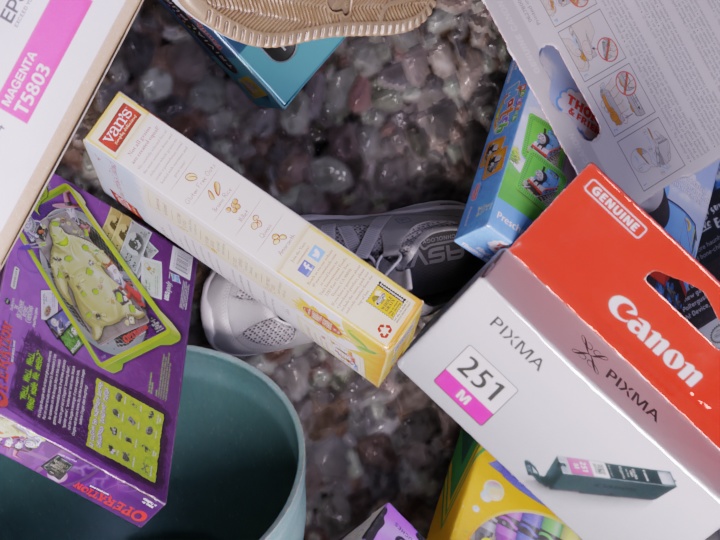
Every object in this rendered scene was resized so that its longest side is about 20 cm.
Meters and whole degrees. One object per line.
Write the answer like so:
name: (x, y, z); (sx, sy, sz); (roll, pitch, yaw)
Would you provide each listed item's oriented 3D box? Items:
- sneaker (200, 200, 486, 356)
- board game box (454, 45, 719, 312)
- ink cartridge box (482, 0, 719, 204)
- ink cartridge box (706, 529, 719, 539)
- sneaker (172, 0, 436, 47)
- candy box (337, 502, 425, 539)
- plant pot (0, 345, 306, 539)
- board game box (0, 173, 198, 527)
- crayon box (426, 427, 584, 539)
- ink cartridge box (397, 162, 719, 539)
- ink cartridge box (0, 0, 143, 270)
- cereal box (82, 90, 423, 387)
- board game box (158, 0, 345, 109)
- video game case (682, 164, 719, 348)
sneaker: (0.000, 0.000, 1.451); (0.199, 0.082, 0.075); (-19, 104, -21)
board game box: (0.147, -0.065, 1.491); (0.151, 0.037, 0.201); (33, 56, -24)
ink cartridge box: (0.171, -0.134, 1.492); (0.199, 0.050, 0.162); (-30, 92, -28)
ink cartridge box: (0.225, 0.242, 1.479); (0.083, 0.200, 0.146); (-33, 105, 11)
sneaker: (-0.058, -0.166, 1.320); (0.199, 0.108, 0.071); (-2, 111, -49)
candy box: (0.017, 0.251, 1.317); (0.168, 0.071, 0.200); (46, 35, -5)
plant pot: (-0.120, 0.158, 1.372); (0.199, 0.200, 0.135); (-26, 134, -19)
board game box: (-0.151, 0.036, 1.338); (0.120, 0.201, 0.032); (35, 124, -24)
crayon box: (0.109, 0.158, 1.469); (0.125, 0.052, 0.201); (28, 53, -10)
ink cartridge box: (0.145, 0.064, 1.396); (0.200, 0.174, 0.044); (43, 41, 0)
ink cartridge box: (-0.202, -0.098, 1.301); (0.075, 0.165, 0.201); (30, 83, -23)
cereal box: (-0.058, -0.015, 1.349); (0.199, 0.144, 0.040); (36, 81, 4)
board game box: (-0.038, -0.219, 1.426); (0.200, 0.047, 0.151); (-49, 113, -11)
video game case: (0.256, 0.000, 1.602); (0.199, 0.023, 0.183); (-30, 108, -18)
